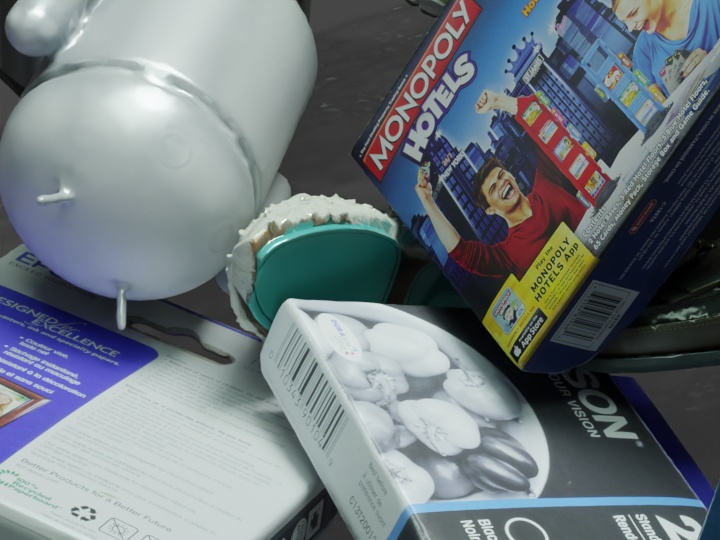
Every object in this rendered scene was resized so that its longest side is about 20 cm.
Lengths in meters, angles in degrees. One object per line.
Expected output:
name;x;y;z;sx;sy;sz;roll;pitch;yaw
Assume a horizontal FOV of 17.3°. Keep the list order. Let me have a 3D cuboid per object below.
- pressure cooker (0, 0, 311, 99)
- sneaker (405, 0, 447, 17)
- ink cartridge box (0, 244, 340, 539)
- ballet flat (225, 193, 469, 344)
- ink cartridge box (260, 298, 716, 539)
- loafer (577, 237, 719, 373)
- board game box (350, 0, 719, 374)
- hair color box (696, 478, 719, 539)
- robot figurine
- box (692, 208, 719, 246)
pressure cooker;-0.103;-0.188;1.176;0.178;0.200;0.176;16;42;13
sneaker;0.048;-0.210;1.302;0.078;0.090;0.200;-13;45;-23
ink cartridge box;-0.109;0.068;0.971;0.198;0.043;0.200;22;27;17
ballet flat;0.000;0.000;1.037;0.200;0.072;0.072;8;28;-49
ink cartridge box;0.084;0.090;0.951;0.200;0.043;0.198;4;37;-33
loafer;0.179;-0.003;1.000;0.200;0.063;0.072;-10;14;-12
board game box;0.089;-0.093;0.977;0.062;0.200;0.200;13;30;-41
hair color box;0.219;0.079;0.961;0.100;0.061;0.200;24;24;20
robot figurine;-0.087;-0.066;1.031;0.113;0.170;0.200;-23;29;35
box;0.223;-0.075;1.146;0.200;0.118;0.197;-16;45;-25
